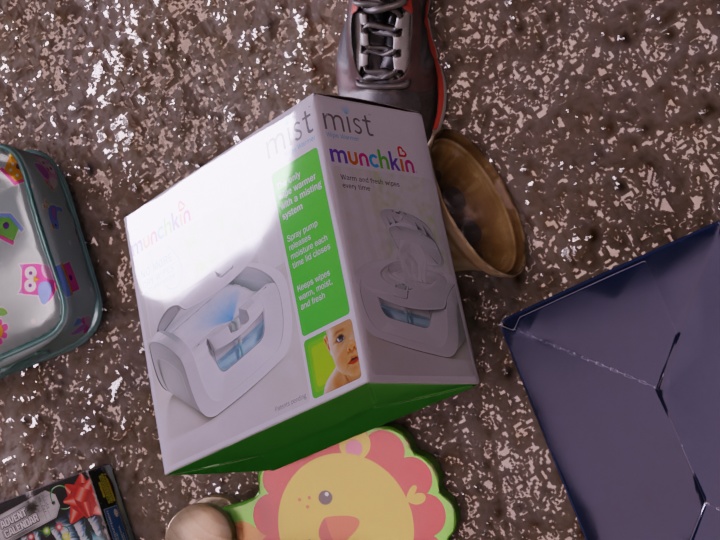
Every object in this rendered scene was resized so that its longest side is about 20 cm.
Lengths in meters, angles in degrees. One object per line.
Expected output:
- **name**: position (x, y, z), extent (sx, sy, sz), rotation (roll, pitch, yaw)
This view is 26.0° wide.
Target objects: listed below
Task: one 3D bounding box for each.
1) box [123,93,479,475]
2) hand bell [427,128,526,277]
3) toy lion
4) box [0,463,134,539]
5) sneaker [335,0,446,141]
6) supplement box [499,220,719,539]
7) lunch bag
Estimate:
- **box**: position (-0.041, 0.015, 0.956), extent (0.199, 0.096, 0.178), rotation (-27, 68, 43)
- **hand bell**: position (0.000, 0.000, 1.029), extent (0.199, 0.104, 0.105), rotation (-30, 82, 28)
- **toy lion**: position (-0.021, 0.203, 1.042), extent (0.190, 0.069, 0.201), rotation (-17, 86, 9)
- **box**: position (-0.249, 0.236, 1.116), extent (0.199, 0.040, 0.138), rotation (-22, 84, 16)
- **sneaker**: position (0.013, -0.159, 1.010), extent (0.077, 0.082, 0.202), rotation (3, 91, 16)
- **supplement box**: position (0.197, 0.099, 0.888), extent (0.134, 0.200, 0.201), rotation (-25, 77, 16)
- **lunch bag**: position (-0.289, 0.012, 1.106), extent (0.199, 0.077, 0.161), rotation (-22, 86, 16)
